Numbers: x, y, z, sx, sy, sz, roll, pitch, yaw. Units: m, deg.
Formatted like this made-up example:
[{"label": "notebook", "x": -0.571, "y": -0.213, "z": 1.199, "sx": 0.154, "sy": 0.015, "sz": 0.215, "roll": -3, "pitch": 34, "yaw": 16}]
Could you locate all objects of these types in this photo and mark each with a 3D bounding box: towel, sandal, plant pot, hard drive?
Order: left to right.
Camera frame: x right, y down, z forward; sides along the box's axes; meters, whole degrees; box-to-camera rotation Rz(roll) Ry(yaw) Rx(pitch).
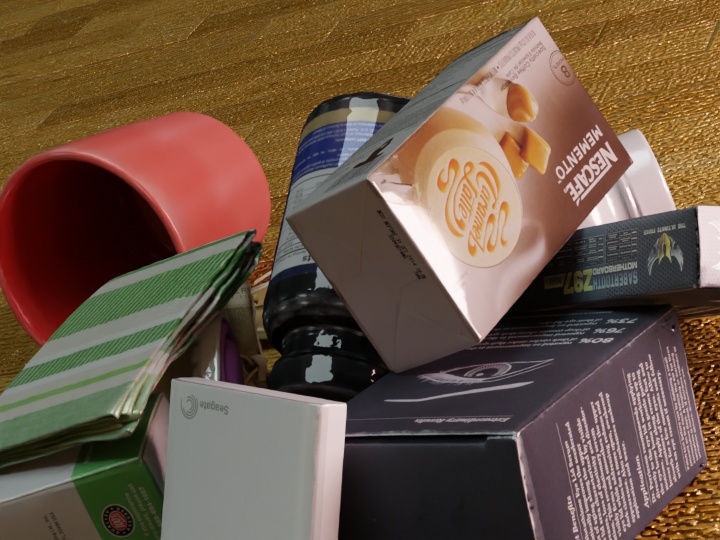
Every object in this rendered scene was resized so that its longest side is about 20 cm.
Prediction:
[{"label": "towel", "x": -0.154, "y": 0.051, "z": 1.160, "sx": 0.151, "sy": 0.024, "sz": 0.200, "roll": -17, "pitch": 25, "yaw": 33}, {"label": "plant pot", "x": -0.176, "y": -0.035, "z": 1.539, "sx": 0.199, "sy": 0.202, "sz": 0.177, "roll": -7, "pitch": 20, "yaw": 32}, {"label": "hard drive", "x": -0.064, "y": 0.166, "z": 1.021, "sx": 0.027, "sy": 0.202, "sz": 0.131, "roll": 3, "pitch": 1, "yaw": -42}, {"label": "sandal", "x": -0.068, "y": 0.118, "z": 1.138, "sx": 0.049, "sy": 0.083, "sz": 0.205, "roll": -13, "pitch": 69, "yaw": 8}]

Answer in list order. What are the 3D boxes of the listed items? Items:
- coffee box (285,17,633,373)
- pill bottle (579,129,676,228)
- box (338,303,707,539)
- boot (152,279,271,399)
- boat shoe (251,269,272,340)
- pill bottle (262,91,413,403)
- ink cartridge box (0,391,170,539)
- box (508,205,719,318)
[{"label": "coffee box", "x": 0.063, "y": -0.047, "z": 1.104, "sx": 0.079, "sy": 0.115, "sz": 0.200, "roll": -23, "pitch": 15, "yaw": 46}, {"label": "pill bottle", "x": 0.113, "y": -0.021, "z": 1.276, "sx": 0.198, "sy": 0.113, "sz": 0.112, "roll": -23, "pitch": 24, "yaw": 4}, {"label": "box", "x": 0.084, "y": 0.102, "z": 1.055, "sx": 0.147, "sy": 0.105, "sz": 0.200, "roll": -4, "pitch": 17, "yaw": 38}, {"label": "boot", "x": -0.064, "y": 0.078, "z": 1.230, "sx": 0.198, "sy": 0.157, "sz": 0.073, "roll": -13, "pitch": -14, "yaw": 30}, {"label": "boat shoe", "x": -0.013, "y": -0.005, "z": 1.462, "sx": 0.198, "sy": 0.063, "sz": 0.073, "roll": -22, "pitch": 25, "yaw": 6}, {"label": "pill bottle", "x": 0.000, "y": 0.000, "z": 1.166, "sx": 0.111, "sy": 0.112, "sz": 0.202, "roll": -7, "pitch": 58, "yaw": 32}, {"label": "ink cartridge box", "x": -0.186, "y": 0.178, "z": 1.145, "sx": 0.198, "sy": 0.147, "sz": 0.084, "roll": -17, "pitch": 25, "yaw": 13}, {"label": "box", "x": 0.203, "y": -0.002, "z": 1.134, "sx": 0.156, "sy": 0.052, "sz": 0.199, "roll": 3, "pitch": -7, "yaw": -29}]
